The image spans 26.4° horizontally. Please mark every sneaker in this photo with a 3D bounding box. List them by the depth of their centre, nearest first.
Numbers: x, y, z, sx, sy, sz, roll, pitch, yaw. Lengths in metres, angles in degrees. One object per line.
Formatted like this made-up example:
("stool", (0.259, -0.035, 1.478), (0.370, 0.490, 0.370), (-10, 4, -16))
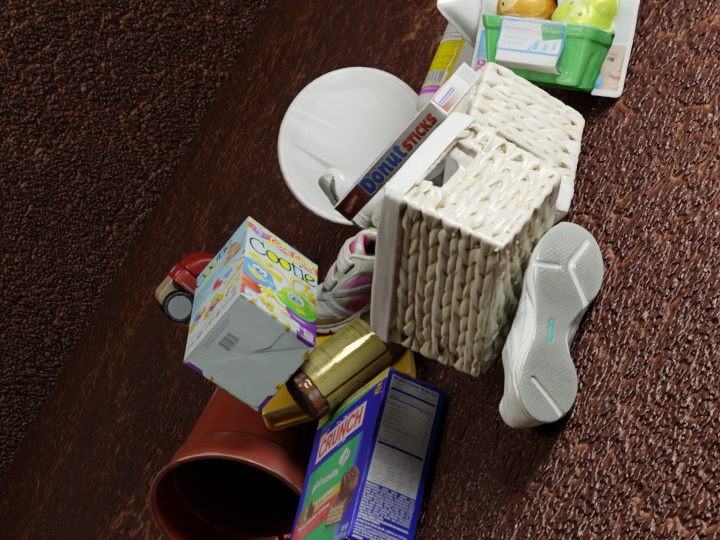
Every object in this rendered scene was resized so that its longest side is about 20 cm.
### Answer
("sneaker", (0.160, 0.048, 1.369), (0.080, 0.070, 0.200), (-42, 27, 62))
("sneaker", (0.000, 0.000, 1.758), (0.200, 0.088, 0.081), (-26, 29, 15))
("sneaker", (0.025, -0.088, 1.795), (0.087, 0.200, 0.075), (-50, 55, 13))

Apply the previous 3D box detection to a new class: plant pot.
("plant pot", (-0.120, 0.218, 1.792), (0.201, 0.201, 0.195), (-50, 13, 39))

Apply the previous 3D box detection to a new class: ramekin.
("ramekin", (-0.009, -0.156, 1.975), (0.094, 0.202, 0.203), (175, 120, -83))

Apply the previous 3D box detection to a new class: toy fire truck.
("toy fire truck", (-0.180, 0.026, 2.282), (0.200, 0.176, 0.129), (-50, 15, -4))

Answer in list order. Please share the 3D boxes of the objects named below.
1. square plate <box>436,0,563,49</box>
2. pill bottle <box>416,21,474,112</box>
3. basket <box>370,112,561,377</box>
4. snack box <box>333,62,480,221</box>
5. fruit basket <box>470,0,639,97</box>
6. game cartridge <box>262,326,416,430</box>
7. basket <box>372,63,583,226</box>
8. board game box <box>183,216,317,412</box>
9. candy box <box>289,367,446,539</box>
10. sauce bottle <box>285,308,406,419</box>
("square plate", (0.173, -0.317, 1.689), (0.028, 0.200, 0.198), (3, 65, 40))
("pill bottle", (0.145, -0.257, 1.794), (0.200, 0.104, 0.104), (-67, 17, -11))
("basket", (0.097, -0.018, 1.411), (0.136, 0.123, 0.200), (-49, -23, -37))
("snack box", (0.043, -0.122, 1.489), (0.072, 0.024, 0.200), (-52, 4, -40))
("fruit basket", (0.199, -0.284, 1.554), (0.185, 0.094, 0.200), (14, 102, 35))
("game cartridge", (-0.025, 0.091, 1.762), (0.176, 0.032, 0.200), (-17, 30, 10))
("basket", (0.123, -0.101, 1.565), (0.200, 0.135, 0.123), (-38, 27, 57))
("board game box", (-0.116, 0.044, 1.682), (0.105, 0.103, 0.200), (-48, 18, 19))
("candy box", (0.001, 0.223, 1.582), (0.169, 0.077, 0.200), (-44, 25, 52))
("sauce bottle", (0.010, 0.080, 1.665), (0.200, 0.066, 0.066), (-35, 8, -19))
